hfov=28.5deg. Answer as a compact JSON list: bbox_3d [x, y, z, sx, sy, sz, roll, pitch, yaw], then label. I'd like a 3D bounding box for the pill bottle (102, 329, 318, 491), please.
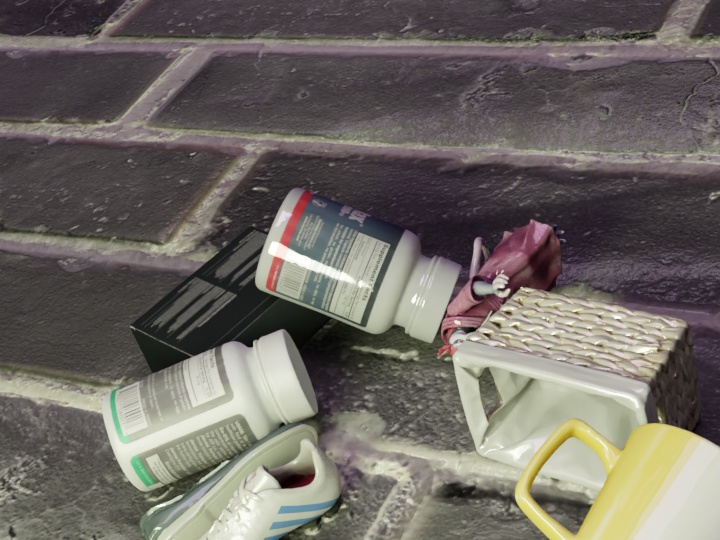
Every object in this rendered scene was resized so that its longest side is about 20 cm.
[{"bbox_3d":[-0.153,0.141,1.459,0.200,0.113,0.113,-22,36,3],"label":"pill bottle"}]

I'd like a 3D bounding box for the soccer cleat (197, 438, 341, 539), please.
[{"bbox_3d":[-0.108,0.234,1.348,0.200,0.086,0.070,-35,39,-20],"label":"soccer cleat"}]

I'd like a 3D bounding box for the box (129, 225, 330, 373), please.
[{"bbox_3d":[-0.136,0.050,1.609,0.141,0.079,0.200,19,50,43],"label":"box"}]

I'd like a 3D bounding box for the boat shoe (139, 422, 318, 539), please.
[{"bbox_3d":[-0.132,0.210,1.405,0.200,0.073,0.062,-39,43,-16],"label":"boat shoe"}]

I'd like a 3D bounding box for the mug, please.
[{"bbox_3d":[0.230,0.225,1.165,0.187,0.149,0.153,21,61,44],"label":"mug"}]

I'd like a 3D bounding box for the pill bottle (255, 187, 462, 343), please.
[{"bbox_3d":[0.000,0.000,1.514,0.200,0.120,0.120,22,45,3],"label":"pill bottle"}]

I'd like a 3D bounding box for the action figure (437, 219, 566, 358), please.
[{"bbox_3d":[0.129,0.026,1.468,0.149,0.134,0.200,13,45,39],"label":"action figure"}]

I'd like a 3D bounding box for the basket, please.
[{"bbox_3d":[0.207,0.111,1.324,0.200,0.136,0.123,13,43,36],"label":"basket"}]
